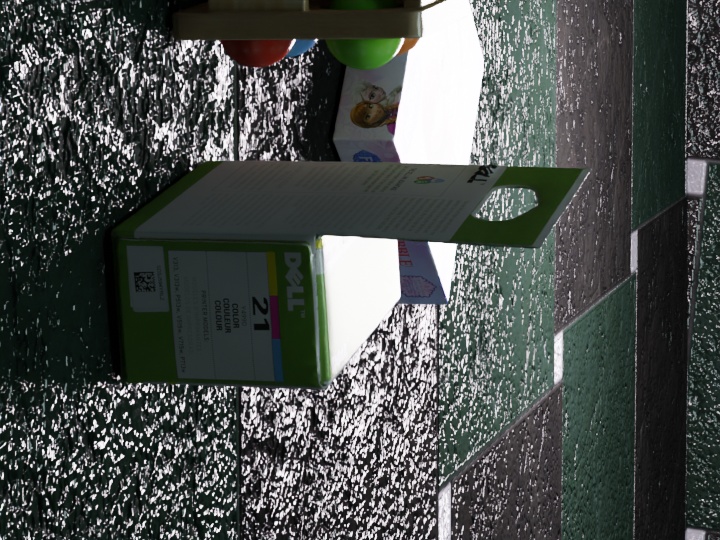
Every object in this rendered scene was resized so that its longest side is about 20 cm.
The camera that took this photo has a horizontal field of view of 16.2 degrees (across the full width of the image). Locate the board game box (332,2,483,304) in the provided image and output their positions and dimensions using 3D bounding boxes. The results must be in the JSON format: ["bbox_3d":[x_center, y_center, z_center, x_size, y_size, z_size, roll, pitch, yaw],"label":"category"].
[{"bbox_3d":[0.035,-0.113,1.645,0.200,0.041,0.201,68,27,-58],"label":"board game box"}]

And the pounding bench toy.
[{"bbox_3d":[0.017,-0.180,1.243,0.124,0.199,0.157,-38,127,-72],"label":"pounding bench toy"}]

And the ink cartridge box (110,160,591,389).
[{"bbox_3d":[0.000,0.000,1.192,0.148,0.199,0.076,-47,137,-69],"label":"ink cartridge box"}]
